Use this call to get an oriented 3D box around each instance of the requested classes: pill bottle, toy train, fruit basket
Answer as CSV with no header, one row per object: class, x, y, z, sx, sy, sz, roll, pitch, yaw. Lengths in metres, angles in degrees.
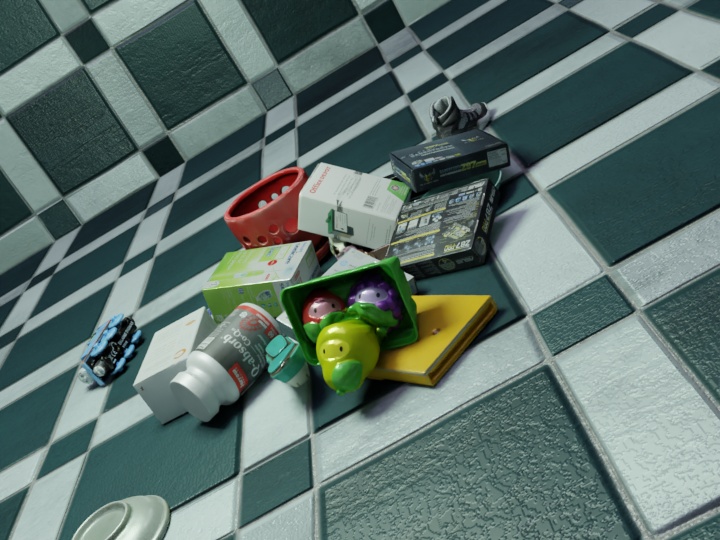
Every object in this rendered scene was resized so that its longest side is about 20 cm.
pill bottle,-0.232,0.161,1.644,0.115,0.117,0.200,-4,36,50
toy train,-0.571,0.181,2.118,0.114,0.087,0.201,-32,22,25
fruit basket,-0.020,0.083,1.419,0.213,0.157,0.216,-21,15,6

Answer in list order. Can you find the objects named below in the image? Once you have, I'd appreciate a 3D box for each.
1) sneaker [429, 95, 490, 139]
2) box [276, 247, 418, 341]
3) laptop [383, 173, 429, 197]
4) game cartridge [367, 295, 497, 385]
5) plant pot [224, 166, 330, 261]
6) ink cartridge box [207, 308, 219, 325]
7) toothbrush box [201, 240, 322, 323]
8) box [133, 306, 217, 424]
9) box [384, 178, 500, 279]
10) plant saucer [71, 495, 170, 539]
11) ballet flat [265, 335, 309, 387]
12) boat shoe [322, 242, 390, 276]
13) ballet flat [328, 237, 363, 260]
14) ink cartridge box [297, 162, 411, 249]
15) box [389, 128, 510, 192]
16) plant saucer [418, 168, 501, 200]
sneaker,0.222,-0.353,2.112,0.075,0.115,0.200,-11,30,42
box,-0.023,0.059,1.605,0.155,0.041,0.200,25,58,38
laptop,0.061,-0.197,2.014,0.176,0.104,0.201,-17,34,33
game cartridge,0.092,0.104,1.445,0.176,0.033,0.199,-45,22,-28
plant pot,-0.162,-0.093,1.993,0.199,0.184,0.201,-28,21,12
ink cartridge box,-0.321,0.118,1.962,0.198,0.039,0.100,-30,22,10
toothbrush box,-0.194,0.023,1.870,0.197,0.087,0.146,-6,30,20
box,-0.335,0.176,1.777,0.123,0.098,0.201,-27,22,12
box,0.142,-0.068,1.657,0.198,0.049,0.163,-15,42,38
plant saucer,-0.384,0.407,1.424,0.198,0.051,0.201,-28,22,13
ballet flat,-0.114,0.154,1.548,0.067,0.070,0.200,-45,11,-3
boat shoe,0.000,0.000,1.733,0.199,0.071,0.070,-36,21,-11
ballet flat,-0.034,-0.056,1.892,0.069,0.072,0.200,-34,21,3
ink cartridge box,-0.011,-0.127,1.855,0.197,0.085,0.147,15,36,9
box,0.171,-0.216,1.819,0.197,0.052,0.158,-15,21,-9
plant saucer,0.188,-0.132,1.798,0.198,0.036,0.201,-27,23,12
